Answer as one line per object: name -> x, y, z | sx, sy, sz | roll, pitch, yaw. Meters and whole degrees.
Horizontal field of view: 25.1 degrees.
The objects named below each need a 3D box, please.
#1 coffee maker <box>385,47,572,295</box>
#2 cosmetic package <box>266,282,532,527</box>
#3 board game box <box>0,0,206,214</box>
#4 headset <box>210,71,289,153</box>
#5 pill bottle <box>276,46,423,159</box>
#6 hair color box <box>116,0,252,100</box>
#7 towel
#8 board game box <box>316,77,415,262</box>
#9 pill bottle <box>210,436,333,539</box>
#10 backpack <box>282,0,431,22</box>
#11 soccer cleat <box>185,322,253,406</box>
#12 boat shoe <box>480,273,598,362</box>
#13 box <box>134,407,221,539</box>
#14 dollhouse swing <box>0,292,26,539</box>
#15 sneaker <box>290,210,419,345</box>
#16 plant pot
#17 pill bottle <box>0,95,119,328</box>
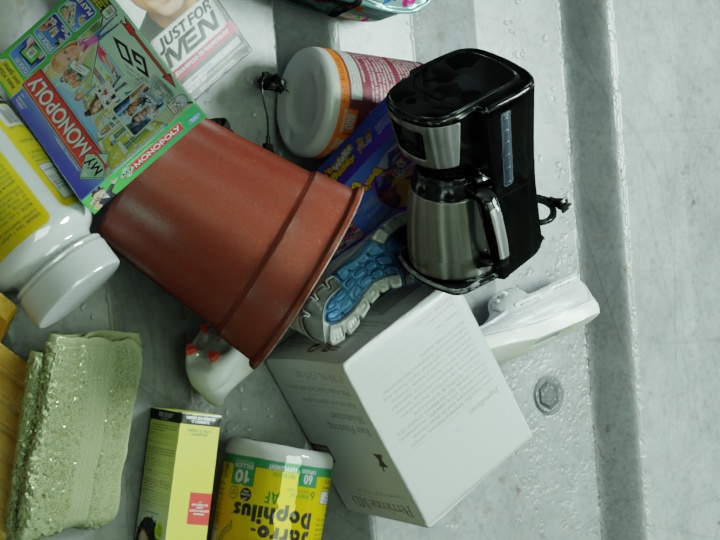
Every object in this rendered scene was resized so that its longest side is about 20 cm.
coffee maker -> 0.114, -0.110, 1.586 | 0.192, 0.133, 0.202 | -47, 141, -44
cosmetic package -> 0.040, 0.133, 1.692 | 0.164, 0.164, 0.201 | -36, 107, -27
board game box -> -0.243, -0.164, 1.476 | 0.134, 0.200, 0.029 | -40, 148, 1
headset -> -0.133, -0.112, 1.649 | 0.123, 0.094, 0.201 | 31, 90, -24
pill bottle -> 0.022, -0.168, 1.711 | 0.198, 0.114, 0.116 | 3, 88, -32
hair color box -> -0.207, -0.266, 1.595 | 0.099, 0.060, 0.201 | -45, 112, -24
towel -> -0.266, 0.154, 1.519 | 0.148, 0.036, 0.202 | -2, 106, -59
board game box -> 0.027, -0.088, 1.672 | 0.200, 0.045, 0.134 | -46, 137, 17
pill bottle -> -0.096, 0.276, 1.633 | 0.112, 0.112, 0.202 | 13, 83, -32
backpack -> 0.001, -0.353, 1.686 | 0.199, 0.150, 0.180 | 14, 81, -37
soccer cleat -> -0.113, 0.049, 1.659 | 0.201, 0.069, 0.078 | -54, 148, -30
boat shoe -> 0.181, 0.052, 1.839 | 0.198, 0.072, 0.069 | -20, 73, -23
box -> -0.184, 0.239, 1.600 | 0.050, 0.075, 0.202 | 10, 83, -32
dollhouse swing -> -0.349, 0.137, 1.447 | 0.175, 0.182, 0.201 | 36, 70, -7
sneaker -> 0.000, 0.000, 1.665 | 0.199, 0.086, 0.075 | -35, 107, -24
plant pot -> -0.130, -0.043, 1.524 | 0.194, 0.201, 0.202 | 32, 72, -7
pill bottle -> -0.314, -0.055, 1.456 | 0.114, 0.114, 0.201 | -37, 86, -27
